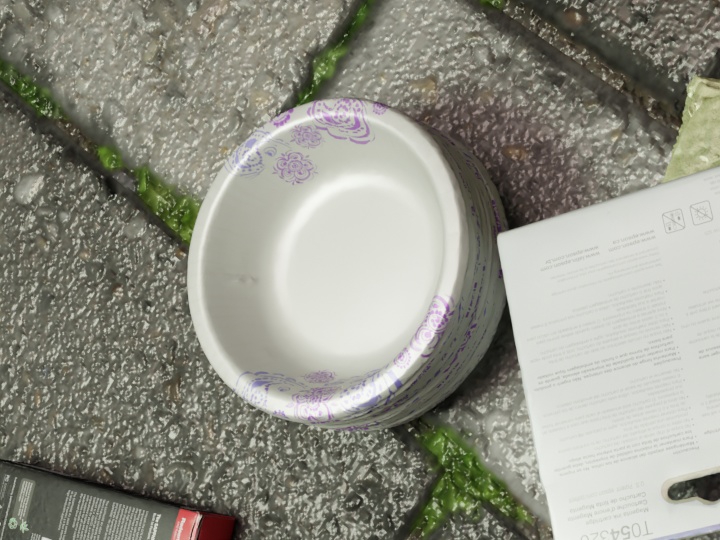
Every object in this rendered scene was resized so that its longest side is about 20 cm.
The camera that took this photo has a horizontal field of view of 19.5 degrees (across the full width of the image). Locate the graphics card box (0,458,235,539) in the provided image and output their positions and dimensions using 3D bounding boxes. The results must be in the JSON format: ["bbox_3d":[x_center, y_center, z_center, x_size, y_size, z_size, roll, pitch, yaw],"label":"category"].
[{"bbox_3d":[-0.185,0.204,1.405,0.200,0.051,0.126,9,85,31],"label":"graphics card box"}]

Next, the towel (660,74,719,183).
[{"bbox_3d":[0.229,-0.008,1.204,0.148,0.036,0.200,16,88,32],"label":"towel"}]

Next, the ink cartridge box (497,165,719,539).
[{"bbox_3d":[0.186,0.049,1.172,0.196,0.043,0.200,-16,74,25],"label":"ink cartridge box"}]

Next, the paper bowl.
[{"bbox_3d":[0.000,0.000,1.301,0.200,0.104,0.201,-7,77,31],"label":"paper bowl"}]
